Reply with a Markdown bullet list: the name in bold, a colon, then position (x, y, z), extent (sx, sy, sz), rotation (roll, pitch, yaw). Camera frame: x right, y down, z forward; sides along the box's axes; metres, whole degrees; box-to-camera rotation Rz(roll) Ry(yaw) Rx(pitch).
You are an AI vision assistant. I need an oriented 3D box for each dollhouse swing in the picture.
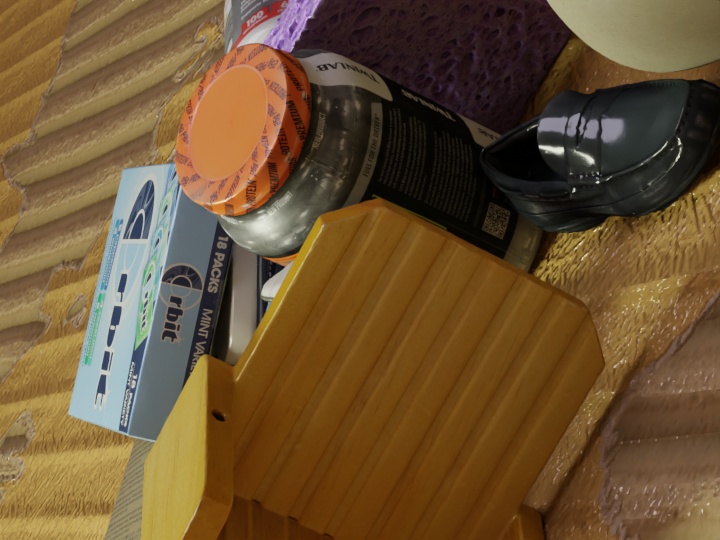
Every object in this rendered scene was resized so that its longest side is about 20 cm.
- **dollhouse swing**: position (0.022, 0.100, 1.357), extent (0.176, 0.200, 0.182), rotation (-54, 20, 25)

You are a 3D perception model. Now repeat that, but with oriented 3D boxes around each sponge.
- **sponge**: position (0.037, -0.137, 1.669), extent (0.030, 0.200, 0.112), rotation (43, 106, 43)

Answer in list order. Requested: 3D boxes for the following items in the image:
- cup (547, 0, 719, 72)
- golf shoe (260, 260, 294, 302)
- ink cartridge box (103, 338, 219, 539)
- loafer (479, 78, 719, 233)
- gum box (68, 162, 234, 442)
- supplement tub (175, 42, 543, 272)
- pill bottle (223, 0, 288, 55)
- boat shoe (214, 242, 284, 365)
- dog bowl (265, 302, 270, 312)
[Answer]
- **cup**: position (0.161, -0.183, 1.427), extent (0.143, 0.199, 0.201), rotation (94, -170, -58)
- **golf shoe**: position (0.005, 0.080, 1.510), extent (0.097, 0.078, 0.201), rotation (-18, 74, 16)
- **ink cartridge box**: position (-0.108, 0.143, 1.808), extent (0.200, 0.075, 0.165), rotation (143, 146, -72)
- **loafer**: position (0.128, -0.065, 1.498), extent (0.200, 0.070, 0.068), rotation (-23, 43, 64)
- **gum box**: position (-0.130, 0.019, 1.760), extent (0.200, 0.044, 0.171), rotation (-176, 99, -73)
- **supplement tub**: position (0.000, -0.050, 1.592), extent (0.122, 0.200, 0.123), rotation (-25, 54, 40)
- **pill bottle**: position (-0.044, -0.177, 2.065), extent (0.116, 0.116, 0.200), rotation (-55, 20, 24)
- **boat shoe**: position (-0.043, -0.016, 1.754), extent (0.200, 0.092, 0.075), rotation (-92, 14, -45)
- **dog bowl**: position (0.000, 0.000, 1.725), extent (0.049, 0.112, 0.201), rotation (11, 68, 25)
